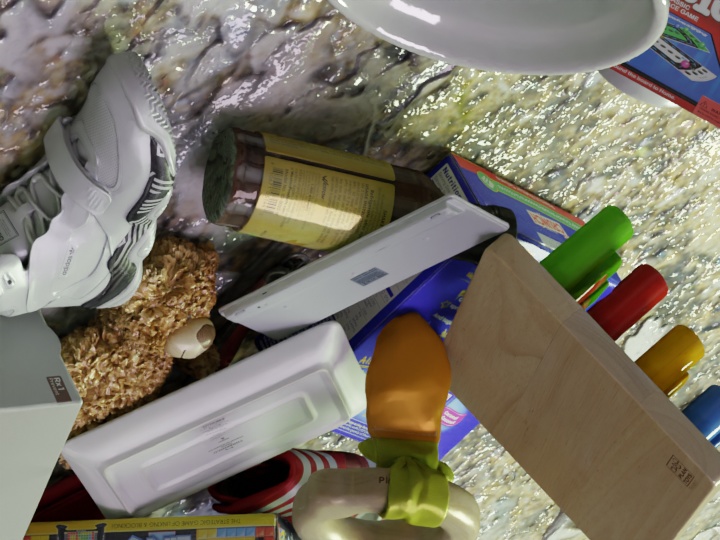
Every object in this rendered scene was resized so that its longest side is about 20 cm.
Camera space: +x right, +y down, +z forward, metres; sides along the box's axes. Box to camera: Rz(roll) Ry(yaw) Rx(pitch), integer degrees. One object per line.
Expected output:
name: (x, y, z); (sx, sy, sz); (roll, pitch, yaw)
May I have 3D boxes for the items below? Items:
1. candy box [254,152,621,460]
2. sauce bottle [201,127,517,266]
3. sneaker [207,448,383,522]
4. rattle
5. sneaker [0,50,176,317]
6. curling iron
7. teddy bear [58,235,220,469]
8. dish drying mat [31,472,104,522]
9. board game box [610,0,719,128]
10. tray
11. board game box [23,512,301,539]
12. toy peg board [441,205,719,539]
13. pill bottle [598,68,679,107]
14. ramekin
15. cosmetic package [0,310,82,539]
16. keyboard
candy box: (0.055, 0.030, 1.739); (0.200, 0.077, 0.169); (-42, 142, 19)
sauce bottle: (0.002, -0.038, 1.572); (0.199, 0.065, 0.065); (14, 130, -20)
sneaker: (-0.069, 0.160, 1.806); (0.115, 0.079, 0.200); (16, 150, -25)
rattle: (0.017, 0.141, 1.711); (0.129, 0.144, 0.200); (-17, 155, 2)
sneaker: (-0.178, -0.040, 1.473); (0.114, 0.075, 0.201); (-14, 146, -27)
curling iron: (-0.088, 0.061, 1.710); (0.049, 0.026, 0.200); (23, 124, -28)
teddy bear: (-0.154, 0.067, 1.637); (0.200, 0.067, 0.145); (-40, 148, 14)
dish drying mat: (-0.149, 0.137, 1.748); (0.199, 0.018, 0.077); (-29, 154, 9)
board game box: (0.161, -0.166, 1.495); (0.103, 0.199, 0.019); (-64, 176, 39)
tray: (-0.089, 0.106, 1.660); (0.199, 0.022, 0.108); (-25, 143, 0)
board game box: (-0.130, 0.211, 1.739); (0.198, 0.057, 0.165); (-4, 164, 14)
toy peg board: (0.162, 0.069, 1.610); (0.098, 0.199, 0.200); (-39, 167, -22)
pill bottle: (0.212, -0.199, 1.533); (0.111, 0.113, 0.201); (-6, 138, -32)
ramekin: (0.076, -0.193, 1.377); (0.199, 0.098, 0.201); (10, 160, 4)
cosmetic package: (-0.253, 0.112, 1.585); (0.090, 0.107, 0.201); (-7, 138, -32)
keyboard: (0.000, 0.000, 1.570); (0.199, 0.011, 0.056); (-26, 149, 36)
